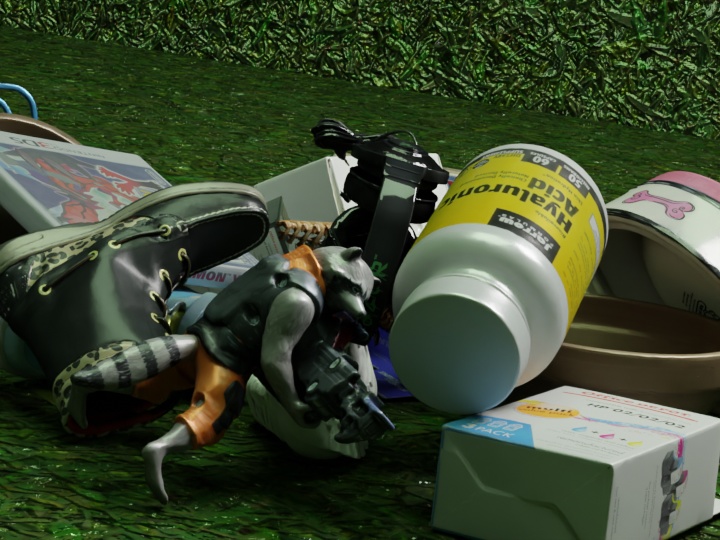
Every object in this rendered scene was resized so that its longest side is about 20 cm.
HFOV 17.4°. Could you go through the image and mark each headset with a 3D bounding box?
[{"bbox_3d":[0.001,-0.038,1.550,0.094,0.124,0.200,17,33,-3],"label":"headset"}]

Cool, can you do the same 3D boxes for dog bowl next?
[{"bbox_3d":[0.251,0.013,1.714,0.074,0.200,0.200,-42,33,-20],"label":"dog bowl"}]

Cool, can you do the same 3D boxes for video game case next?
[{"bbox_3d":[-0.188,-0.047,1.730,0.182,0.023,0.200,8,23,-43],"label":"video game case"}]

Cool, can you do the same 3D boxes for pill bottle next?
[{"bbox_3d":[0.083,0.007,1.467,0.111,0.111,0.200,9,29,14],"label":"pill bottle"}]

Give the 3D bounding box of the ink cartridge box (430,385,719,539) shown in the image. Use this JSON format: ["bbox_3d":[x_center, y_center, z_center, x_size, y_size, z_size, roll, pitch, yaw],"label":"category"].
[{"bbox_3d":[0.143,0.119,1.430,0.115,0.068,0.200,12,12,30],"label":"ink cartridge box"}]

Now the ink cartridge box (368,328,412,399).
[{"bbox_3d":[0.065,0.055,1.810,0.200,0.043,0.198,0,13,-27],"label":"ink cartridge box"}]

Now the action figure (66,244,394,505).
[{"bbox_3d":[-0.064,0.052,1.397,0.193,0.105,0.200,-37,25,-15],"label":"action figure"}]

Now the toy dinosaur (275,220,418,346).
[{"bbox_3d":[0.000,0.000,1.678,0.136,0.200,0.102,-29,37,22],"label":"toy dinosaur"}]

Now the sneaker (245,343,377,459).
[{"bbox_3d":[-0.039,0.085,1.549,0.080,0.077,0.200,-11,8,8],"label":"sneaker"}]

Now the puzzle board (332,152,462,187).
[{"bbox_3d":[0.064,-0.021,1.950,0.150,0.017,0.200,9,-34,19],"label":"puzzle board"}]

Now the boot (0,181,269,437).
[{"bbox_3d":[-0.133,0.026,1.554,0.203,0.074,0.154,-16,47,-19],"label":"boot"}]

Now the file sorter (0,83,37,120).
[{"bbox_3d":[-0.355,-0.076,1.888,0.139,0.123,0.200,-1,-5,-33],"label":"file sorter"}]

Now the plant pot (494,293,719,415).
[{"bbox_3d":[0.160,0.077,1.605,0.200,0.093,0.201,7,9,-1],"label":"plant pot"}]

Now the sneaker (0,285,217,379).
[{"bbox_3d":[-0.149,0.046,1.628,0.130,0.080,0.200,14,13,41],"label":"sneaker"}]

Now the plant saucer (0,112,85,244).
[{"bbox_3d":[-0.246,-0.028,1.779,0.200,0.200,0.029,-5,-25,-47],"label":"plant saucer"}]

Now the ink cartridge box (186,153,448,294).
[{"bbox_3d":[-0.043,-0.025,1.847,0.200,0.084,0.145,-19,-8,37],"label":"ink cartridge box"}]
